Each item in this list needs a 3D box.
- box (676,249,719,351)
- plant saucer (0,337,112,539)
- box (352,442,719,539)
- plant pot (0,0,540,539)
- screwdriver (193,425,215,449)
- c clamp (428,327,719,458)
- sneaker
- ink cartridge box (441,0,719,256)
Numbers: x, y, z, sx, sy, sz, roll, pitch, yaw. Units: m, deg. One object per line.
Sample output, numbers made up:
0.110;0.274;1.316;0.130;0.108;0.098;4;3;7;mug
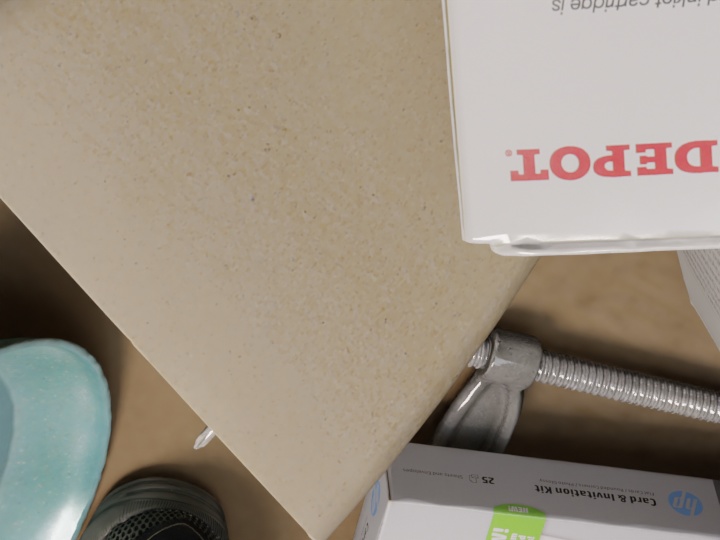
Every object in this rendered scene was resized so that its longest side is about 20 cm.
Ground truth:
0.215;-0.029;0.715;0.199;0.200;0.131;-17;116;1;box
-0.170;0.102;0.760;0.036;0.200;0.200;33;113;20;plant saucer
0.090;0.150;0.862;0.200;0.041;0.156;9;124;-10;box
-0.031;-0.070;0.675;0.177;0.200;0.200;-41;115;-3;plant pot
0.000;0.000;0.791;0.028;0.029;0.200;36;102;-22;screwdriver
0.108;0.069;0.845;0.200;0.027;0.171;19;114;-17;c clamp
-0.106;0.191;0.831;0.076;0.114;0.200;21;114;-15;sneaker
0.096;-0.111;0.553;0.146;0.084;0.200;-1;101;13;ink cartridge box
